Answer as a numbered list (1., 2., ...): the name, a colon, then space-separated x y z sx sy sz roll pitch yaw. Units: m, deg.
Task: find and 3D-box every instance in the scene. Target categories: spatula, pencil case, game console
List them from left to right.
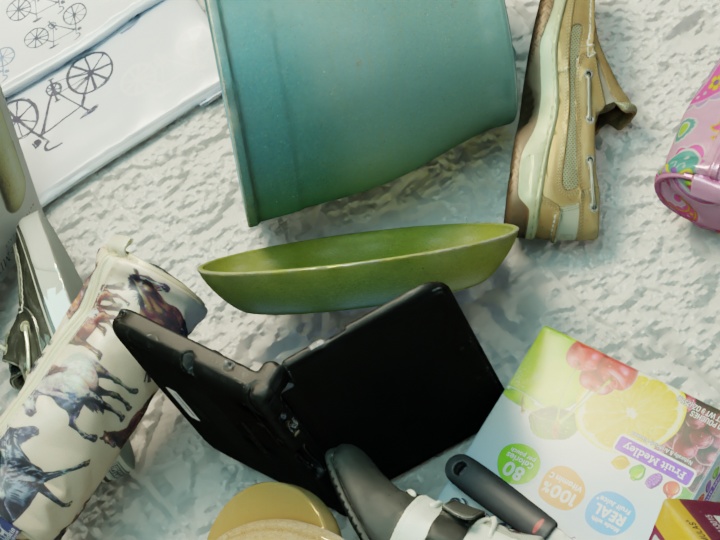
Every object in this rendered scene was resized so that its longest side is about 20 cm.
1. pencil case: -0.177 0.077 1.524 0.078 0.089 0.200 30 86 42
2. game console: -0.027 0.059 1.488 0.176 0.200 0.116 25 73 26
3. spatula: 0.124 0.165 1.434 0.200 0.021 0.057 36 85 27
4. pencil case: 0.261 -0.118 1.554 0.087 0.087 0.200 23 74 25

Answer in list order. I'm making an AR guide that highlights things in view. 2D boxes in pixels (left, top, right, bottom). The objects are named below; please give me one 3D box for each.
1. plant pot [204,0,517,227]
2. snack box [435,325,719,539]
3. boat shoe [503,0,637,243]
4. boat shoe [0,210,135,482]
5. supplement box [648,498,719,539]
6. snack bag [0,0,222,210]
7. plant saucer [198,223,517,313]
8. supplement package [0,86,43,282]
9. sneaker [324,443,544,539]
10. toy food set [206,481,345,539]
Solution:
1. plant pot: 0.000 -0.142 1.592 0.188 0.200 0.200 -11 62 -3
2. snack box: 0.124 0.151 1.483 0.142 0.053 0.200 26 76 27
3. boat shoe: 0.143 -0.110 1.603 0.076 0.072 0.200 8 75 4
4. boat shoe: -0.207 0.053 1.618 0.064 0.071 0.200 -21 63 5
5. supplement box: 0.197 0.242 1.312 0.131 0.103 0.200 56 132 56
6. snack bag: -0.203 -0.156 1.745 0.189 0.021 0.200 -32 61 -1
7. plant saucer: 0.000 0.000 1.523 0.200 0.200 0.031 -5 96 14
8. supplement package: -0.327 -0.070 1.614 0.151 0.200 0.152 9 47 22
9. sneaker: 0.059 0.168 1.429 0.088 0.074 0.200 -38 71 -3
10. toy food set: -0.041 0.242 1.449 0.200 0.049 0.198 38 113 27
